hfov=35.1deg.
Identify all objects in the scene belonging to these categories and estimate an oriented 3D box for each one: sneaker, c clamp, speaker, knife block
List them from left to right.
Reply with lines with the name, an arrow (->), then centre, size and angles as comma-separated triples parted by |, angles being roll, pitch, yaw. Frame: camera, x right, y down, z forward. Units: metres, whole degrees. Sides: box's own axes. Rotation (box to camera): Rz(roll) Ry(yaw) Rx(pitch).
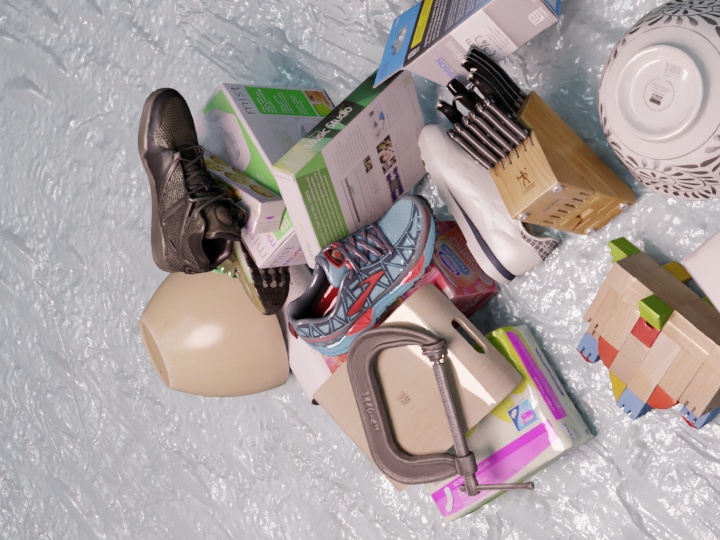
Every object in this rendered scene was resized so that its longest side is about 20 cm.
sneaker -> -0.172, -0.092, 1.194 | 0.114, 0.076, 0.200 | 6, 104, 40
sneaker -> -0.151, -0.020, 1.332 | 0.089, 0.077, 0.200 | -45, 60, 28
speaker -> -0.072, 0.064, 1.400 | 0.081, 0.081, 0.200 | -44, 68, 32
sneaker -> 0.000, 0.000, 1.184 | 0.200, 0.096, 0.079 | -54, 47, 5
c clamp -> 0.073, 0.145, 1.175 | 0.171, 0.027, 0.200 | -18, 96, 32
sneaker -> 0.136, -0.084, 1.237 | 0.080, 0.076, 0.200 | -37, 75, 23
knife block -> 0.168, -0.132, 1.135 | 0.064, 0.200, 0.176 | -39, 58, 35

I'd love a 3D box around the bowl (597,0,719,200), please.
bowl -> 0.299, -0.165, 1.075 | 0.201, 0.094, 0.201 | 5, 97, 38

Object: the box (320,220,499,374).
box -> 0.044, 0.042, 1.296 | 0.200, 0.095, 0.103 | -43, 67, 33

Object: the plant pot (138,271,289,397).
plant pot -> -0.194, 0.076, 1.408 | 0.200, 0.134, 0.200 | 50, 153, 37

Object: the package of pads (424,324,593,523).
package of pads -> 0.133, 0.166, 1.252 | 0.200, 0.068, 0.155 | -41, 69, 33

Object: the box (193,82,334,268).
box -> -0.082, -0.111, 1.333 | 0.097, 0.176, 0.200 | -43, 67, 33

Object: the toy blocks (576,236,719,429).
toy blocks -> 0.289, 0.083, 1.117 | 0.200, 0.100, 0.137 | 43, 130, 28

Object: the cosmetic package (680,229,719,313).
cosmetic package -> 0.390, 0.042, 1.013 | 0.090, 0.107, 0.200 | -48, 64, 30

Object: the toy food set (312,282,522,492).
toy food set -> 0.057, 0.128, 1.223 | 0.144, 0.060, 0.200 | 47, 116, 8

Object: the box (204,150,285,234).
box -> -0.164, -0.100, 1.261 | 0.200, 0.041, 0.039 | 33, 116, 35

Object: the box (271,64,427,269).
box -> -0.002, -0.112, 1.225 | 0.036, 0.200, 0.144 | 21, 144, 35

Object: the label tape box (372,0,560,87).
label tape box -> 0.115, -0.261, 1.184 | 0.063, 0.144, 0.200 | 41, 129, -22
